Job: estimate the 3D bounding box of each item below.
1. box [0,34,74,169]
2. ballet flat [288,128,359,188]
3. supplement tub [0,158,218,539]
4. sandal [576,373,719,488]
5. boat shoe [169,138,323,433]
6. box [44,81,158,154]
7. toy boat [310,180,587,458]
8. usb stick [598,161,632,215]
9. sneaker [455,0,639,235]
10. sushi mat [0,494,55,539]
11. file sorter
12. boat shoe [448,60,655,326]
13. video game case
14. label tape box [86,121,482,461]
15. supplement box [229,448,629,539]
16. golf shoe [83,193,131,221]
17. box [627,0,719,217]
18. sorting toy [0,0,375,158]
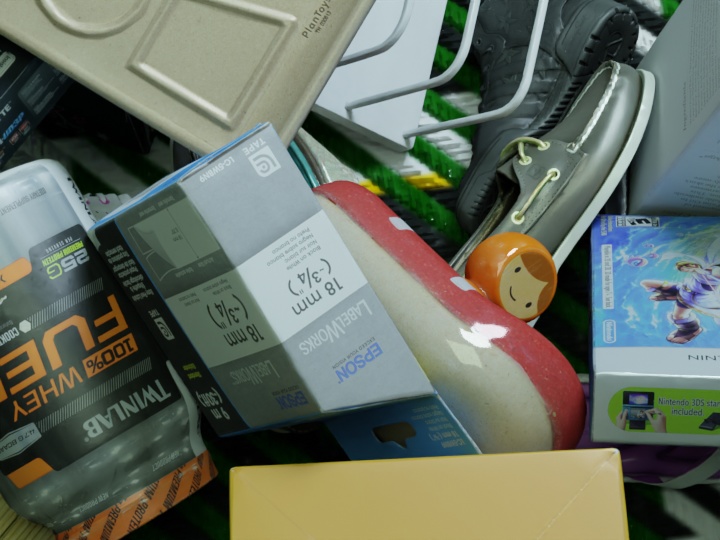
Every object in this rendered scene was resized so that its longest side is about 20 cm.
[{"bbox_3d":[-0.210,-0.166,1.200,0.159,0.046,0.200,33,78,25],"label":"box"},{"bbox_3d":[0.000,0.000,1.281,0.062,0.067,0.201,-9,68,-33],"label":"ballet flat"},{"bbox_3d":[-0.168,0.051,1.170,0.122,0.123,0.200,-31,90,-11],"label":"supplement tub"},{"bbox_3d":[0.184,0.089,1.222,0.202,0.050,0.083,-10,94,0],"label":"sandal"},{"bbox_3d":[-0.054,-0.004,1.245,0.067,0.057,0.201,-17,87,-31],"label":"boat shoe"},{"bbox_3d":[-0.206,-0.177,1.313,0.199,0.132,0.115,19,69,9],"label":"box"},{"bbox_3d":[0.053,0.025,1.156,0.130,0.131,0.200,-31,56,-23],"label":"toy boat"},{"bbox_3d":[0.170,-0.029,1.294,0.055,0.033,0.201,-2,67,-6],"label":"usb stick"},{"bbox_3d":[0.100,-0.122,1.320,0.104,0.060,0.200,36,94,42],"label":"sneaker"},{"bbox_3d":[-0.206,0.155,1.190,0.095,0.012,0.200,29,46,9],"label":"sushi mat"},{"bbox_3d":[-0.002,-0.177,1.251,0.200,0.124,0.139,23,71,-32],"label":"file sorter"},{"bbox_3d":[0.103,-0.041,1.245,0.060,0.072,0.202,32,84,-10],"label":"boat shoe"},{"bbox_3d":[0.215,0.029,1.160,0.180,0.046,0.200,2,26,4],"label":"video game case"},{"bbox_3d":[-0.043,0.036,1.099,0.063,0.144,0.200,-35,97,-26],"label":"label tape box"},{"bbox_3d":[0.036,0.190,1.114,0.196,0.200,0.133,-3,67,0],"label":"supplement box"},{"bbox_3d":[-0.176,-0.010,1.279,0.199,0.073,0.092,25,65,2],"label":"golf shoe"},{"bbox_3d":[0.254,-0.101,1.215,0.152,0.200,0.107,10,66,-10],"label":"box"},{"bbox_3d":[-0.088,-0.171,1.129,0.200,0.036,0.186,31,93,5],"label":"sorting toy"}]
